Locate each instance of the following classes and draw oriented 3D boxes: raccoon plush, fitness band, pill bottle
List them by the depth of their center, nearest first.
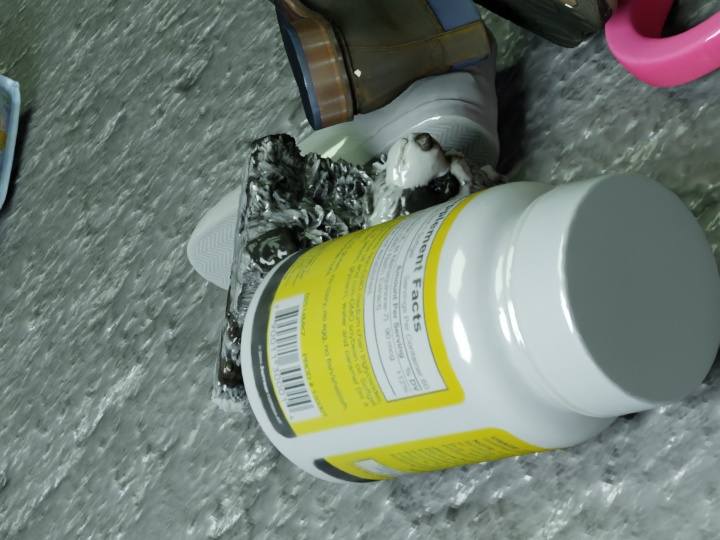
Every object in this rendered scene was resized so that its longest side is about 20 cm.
[{"bbox_3d":[0.049,0.026,0.860,0.200,0.114,0.114,-16,45,48],"label":"pill bottle"},{"bbox_3d":[0.197,-0.166,0.939,0.200,0.037,0.144,-45,28,13],"label":"fitness band"},{"bbox_3d":[0.000,0.000,1.038,0.200,0.134,0.097,108,166,-58],"label":"raccoon plush"}]

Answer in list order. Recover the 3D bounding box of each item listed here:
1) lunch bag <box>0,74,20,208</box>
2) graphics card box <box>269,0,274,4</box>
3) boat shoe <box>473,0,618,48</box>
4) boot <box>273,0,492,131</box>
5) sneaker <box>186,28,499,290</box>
[{"bbox_3d":[-0.369,-0.068,1.600,0.170,0.127,0.200,-37,38,32],"label":"lunch bag"},{"bbox_3d":[-0.063,-0.234,1.239,0.051,0.200,0.126,-38,32,26],"label":"graphics card box"},{"bbox_3d":[0.099,-0.160,1.003,0.074,0.076,0.200,-63,11,1],"label":"boat shoe"},{"bbox_3d":[0.007,-0.131,1.060,0.097,0.075,0.200,-15,26,-2],"label":"boot"},{"bbox_3d":[-0.004,-0.066,1.104,0.200,0.074,0.116,-25,35,28],"label":"sneaker"}]
